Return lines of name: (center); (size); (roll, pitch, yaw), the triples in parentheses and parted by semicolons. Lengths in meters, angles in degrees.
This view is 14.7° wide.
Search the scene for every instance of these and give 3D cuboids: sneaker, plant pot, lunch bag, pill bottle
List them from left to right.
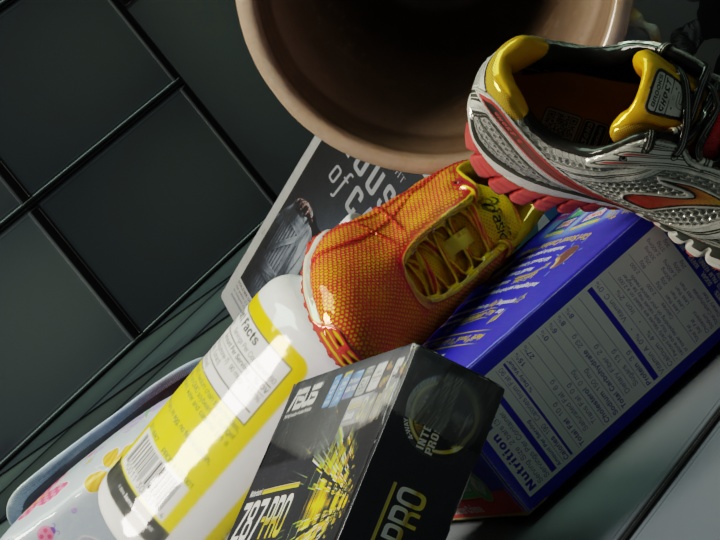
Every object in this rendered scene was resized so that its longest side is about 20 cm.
lunch bag: (-0.116, 0.141, 1.606); (0.169, 0.127, 0.200); (-38, -1, 3)
pill bottle: (-0.033, 0.076, 1.433); (0.200, 0.114, 0.114); (-49, 3, 10)
sneaker: (0.030, -0.011, 1.318); (0.077, 0.073, 0.200); (-30, 10, 31)
plant pot: (0.039, -0.164, 1.454); (0.200, 0.200, 0.175); (-38, 11, 10)
sneaker: (0.140, -0.051, 1.197); (0.082, 0.199, 0.078); (82, -159, -66)

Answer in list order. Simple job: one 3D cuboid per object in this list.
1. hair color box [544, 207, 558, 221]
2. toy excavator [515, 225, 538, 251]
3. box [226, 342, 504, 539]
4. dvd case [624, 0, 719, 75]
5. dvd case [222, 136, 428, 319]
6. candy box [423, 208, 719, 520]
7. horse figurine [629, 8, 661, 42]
hair color box: (0.204, -0.093, 1.693); (0.200, 0.061, 0.100); (-41, 6, -29)
toy excavator: (0.073, 0.003, 1.586); (0.199, 0.100, 0.194); (-9, 0, 26)
box: (-0.015, 0.120, 1.174); (0.162, 0.049, 0.200); (-65, 11, -12)
dvd case: (0.178, -0.111, 1.543); (0.200, 0.150, 0.025); (-39, 22, -4)
dvd case: (0.000, 0.000, 1.551); (0.025, 0.151, 0.200); (-1, -43, -37)
candy box: (0.100, 0.028, 1.307); (0.200, 0.077, 0.169); (-40, 6, -15)
horse figurine: (0.202, -0.094, 1.487); (0.199, 0.133, 0.050); (-18, -17, -20)
